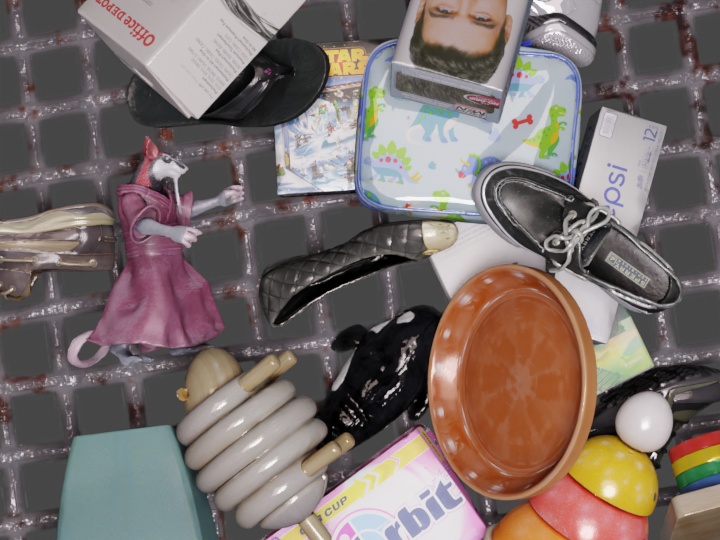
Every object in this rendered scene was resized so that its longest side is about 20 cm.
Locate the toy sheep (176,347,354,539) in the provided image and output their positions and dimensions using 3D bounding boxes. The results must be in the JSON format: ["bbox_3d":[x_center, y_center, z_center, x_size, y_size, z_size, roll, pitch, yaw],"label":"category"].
[{"bbox_3d":[-0.085,0.154,1.582,0.137,0.138,0.201,-35,81,0],"label":"toy sheep"}]

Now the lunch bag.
[{"bbox_3d":[0.095,-0.124,1.609,0.198,0.082,0.163,4,89,0],"label":"lunch bag"}]

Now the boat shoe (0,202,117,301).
[{"bbox_3d":[-0.317,-0.010,1.661,0.198,0.074,0.074,-12,87,2],"label":"boat shoe"}]

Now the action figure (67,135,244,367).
[{"bbox_3d":[-0.187,-0.020,1.651,0.147,0.134,0.202,-8,90,20],"label":"action figure"}]

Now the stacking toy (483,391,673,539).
[{"bbox_3d":[0.207,0.193,1.560,0.145,0.146,0.201,29,104,3],"label":"stacking toy"}]

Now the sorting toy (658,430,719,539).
[{"bbox_3d":[0.353,0.173,1.577,0.198,0.199,0.070,-15,71,1],"label":"sorting toy"}]

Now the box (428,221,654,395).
[{"bbox_3d":[0.160,0.030,1.663,0.143,0.036,0.202,-26,88,0],"label":"box"}]

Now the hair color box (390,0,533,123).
[{"bbox_3d":[0.098,-0.236,1.565,0.098,0.061,0.202,14,67,6],"label":"hair color box"}]

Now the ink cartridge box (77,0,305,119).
[{"bbox_3d":[-0.134,-0.254,1.621,0.200,0.084,0.146,-48,43,-4],"label":"ink cartridge box"}]

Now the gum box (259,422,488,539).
[{"bbox_3d":[0.013,0.238,1.643,0.199,0.066,0.114,-36,88,0],"label":"gum box"}]

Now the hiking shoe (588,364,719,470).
[{"bbox_3d":[0.248,0.157,1.644,0.198,0.076,0.101,-26,95,10],"label":"hiking shoe"}]

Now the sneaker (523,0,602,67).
[{"bbox_3d":[0.136,-0.271,1.660,0.198,0.075,0.116,22,87,-2],"label":"sneaker"}]

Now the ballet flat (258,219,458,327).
[{"bbox_3d":[0.000,0.000,1.640,0.198,0.066,0.057,-20,66,21],"label":"ballet flat"}]

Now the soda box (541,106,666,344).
[{"bbox_3d":[0.210,-0.038,1.616,0.063,0.068,0.202,16,87,-2],"label":"soda box"}]

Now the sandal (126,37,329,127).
[{"bbox_3d":[-0.124,-0.163,1.647,0.198,0.048,0.076,-9,86,19],"label":"sandal"}]

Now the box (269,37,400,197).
[{"bbox_3d":[0.018,-0.142,1.673,0.198,0.040,0.139,-3,88,2],"label":"box"}]

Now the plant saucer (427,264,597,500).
[{"bbox_3d":[0.133,0.096,1.576,0.032,0.199,0.203,3,87,-38],"label":"plant saucer"}]

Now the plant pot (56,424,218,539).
[{"bbox_3d":[-0.194,0.244,1.617,0.140,0.141,0.202,-6,80,1],"label":"plant pot"}]

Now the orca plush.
[{"bbox_3d":[-0.003,0.106,1.647,0.199,0.071,0.106,-30,87,0],"label":"orca plush"}]

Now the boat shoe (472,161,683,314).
[{"bbox_3d":[0.185,-0.026,1.539,0.199,0.068,0.074,38,88,-6],"label":"boat shoe"}]
